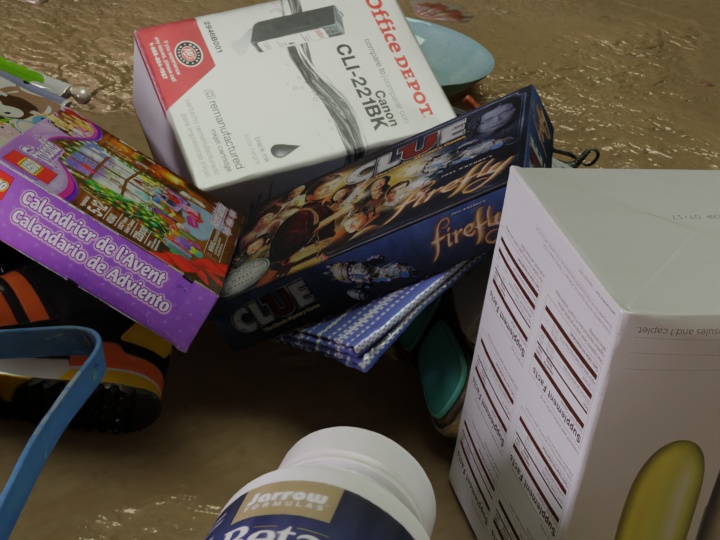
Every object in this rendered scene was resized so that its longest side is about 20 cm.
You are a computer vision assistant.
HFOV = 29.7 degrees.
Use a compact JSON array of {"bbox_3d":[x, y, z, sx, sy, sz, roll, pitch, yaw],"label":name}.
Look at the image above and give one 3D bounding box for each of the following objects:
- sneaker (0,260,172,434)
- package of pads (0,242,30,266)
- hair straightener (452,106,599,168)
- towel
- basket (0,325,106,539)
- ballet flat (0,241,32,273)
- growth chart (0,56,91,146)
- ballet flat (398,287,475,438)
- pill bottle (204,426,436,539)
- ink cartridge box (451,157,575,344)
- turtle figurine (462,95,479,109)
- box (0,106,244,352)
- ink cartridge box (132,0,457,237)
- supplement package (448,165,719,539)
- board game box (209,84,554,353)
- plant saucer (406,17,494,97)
[{"bbox_3d":[-0.203,0.029,0.765,0.198,0.070,0.091,13,56,-6],"label":"sneaker"},{"bbox_3d":[-0.245,-0.029,0.881,0.199,0.076,0.120,-20,42,-42],"label":"package of pads"},{"bbox_3d":[0.115,-0.124,1.190,0.198,0.041,0.077,14,28,20],"label":"hair straightener"},{"bbox_3d":[0.000,0.000,0.824,0.145,0.024,0.199,-40,24,-21],"label":"towel"},{"bbox_3d":[-0.232,0.078,0.622,0.197,0.141,0.177,2,27,8],"label":"basket"},{"bbox_3d":[-0.204,-0.011,0.796,0.056,0.067,0.200,18,-12,43],"label":"ballet flat"},{"bbox_3d":[-0.266,-0.120,0.929,0.143,0.018,0.200,20,20,7],"label":"growth chart"},{"bbox_3d":[0.063,0.044,0.864,0.070,0.071,0.201,3,29,-11],"label":"ballet flat"},{"bbox_3d":[-0.026,0.154,0.578,0.110,0.112,0.200,14,29,9],"label":"pill bottle"},{"bbox_3d":[0.159,0.014,0.852,0.198,0.083,0.147,24,26,-17],"label":"ink cartridge box"},{"bbox_3d":[0.031,-0.087,1.079,0.198,0.065,0.162,14,35,-13],"label":"turtle figurine"},{"bbox_3d":[-0.138,-0.031,0.778,0.136,0.039,0.200,31,11,-9],"label":"box"},{"bbox_3d":[-0.048,-0.113,0.971,0.198,0.084,0.145,-15,63,-20],"label":"ink cartridge box"},{"bbox_3d":[0.167,0.069,0.697,0.189,0.202,0.147,0,30,-16],"label":"supplement package"},{"bbox_3d":[0.015,-0.033,0.796,0.198,0.035,0.136,-22,23,19],"label":"board game box"},{"bbox_3d":[0.028,-0.199,1.305,0.198,0.039,0.202,8,28,-4],"label":"plant saucer"}]
